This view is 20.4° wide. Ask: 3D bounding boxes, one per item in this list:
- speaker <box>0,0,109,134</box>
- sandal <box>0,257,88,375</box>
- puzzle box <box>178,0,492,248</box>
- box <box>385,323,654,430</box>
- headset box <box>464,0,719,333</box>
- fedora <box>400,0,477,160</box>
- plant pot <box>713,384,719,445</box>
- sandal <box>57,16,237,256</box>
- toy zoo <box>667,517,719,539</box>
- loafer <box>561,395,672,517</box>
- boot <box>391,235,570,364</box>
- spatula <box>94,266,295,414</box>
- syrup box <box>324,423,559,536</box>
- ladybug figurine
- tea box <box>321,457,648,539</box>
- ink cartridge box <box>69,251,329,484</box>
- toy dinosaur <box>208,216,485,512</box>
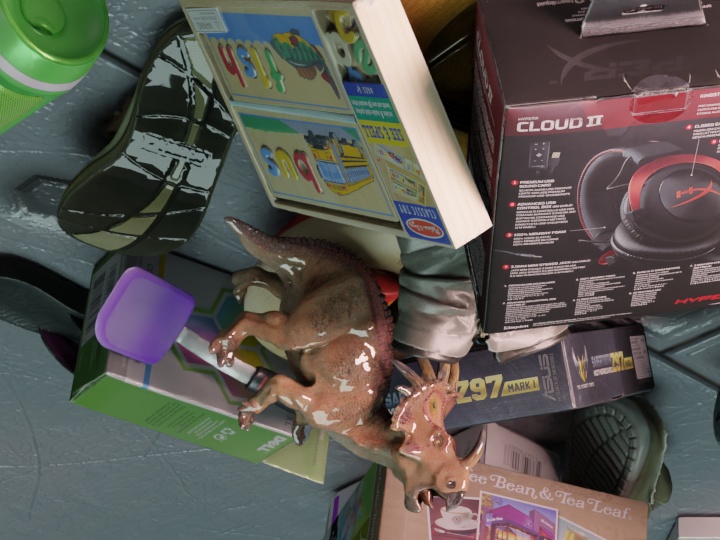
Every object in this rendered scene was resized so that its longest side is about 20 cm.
[{"bbox_3d":[-0.227,-0.108,1.110,0.088,0.089,0.200,28,142,-34],"label":"speaker"},{"bbox_3d":[-0.190,0.052,1.407,0.200,0.048,0.075,23,145,-27],"label":"sandal"},{"bbox_3d":[-0.017,-0.084,1.020,0.200,0.025,0.133,14,132,60],"label":"puzzle box"},{"bbox_3d":[0.092,0.073,1.313,0.157,0.051,0.200,-12,175,23],"label":"box"},{"bbox_3d":[0.131,-0.062,0.983,0.148,0.075,0.200,-7,143,-5],"label":"headset box"},{"bbox_3d":[0.092,-0.136,1.013,0.200,0.082,0.201,-5,143,-4],"label":"fedora"},{"bbox_3d":[0.337,0.090,1.272,0.188,0.200,0.200,27,146,-7],"label":"plant pot"},{"bbox_3d":[-0.113,-0.079,1.178,0.080,0.057,0.201,23,130,-18],"label":"sandal"},{"bbox_3d":[0.320,0.250,1.693,0.131,0.021,0.200,6,150,-1],"label":"toy zoo"},{"bbox_3d":[0.197,0.148,1.508,0.070,0.075,0.200,-22,154,-19],"label":"loafer"},{"bbox_3d":[0.105,-0.022,1.124,0.199,0.131,0.068,-11,-166,-15],"label":"boot"},{"bbox_3d":[-0.085,0.061,1.299,0.200,0.057,0.021,31,-174,-27],"label":"spatula"},{"bbox_3d":[0.060,0.195,1.579,0.079,0.082,0.200,27,143,-28],"label":"syrup box"},{"bbox_3d":[0.000,0.000,1.269,0.135,0.072,0.200,20,146,-23],"label":"ladybug figurine"},{"bbox_3d":[0.079,0.241,1.448,0.199,0.134,0.197,14,145,-9],"label":"tea box"},{"bbox_3d":[-0.090,0.064,1.358,0.200,0.104,0.059,21,146,-25],"label":"ink cartridge box"},{"bbox_3d":[-0.007,0.044,1.183,0.135,0.086,0.200,-15,103,20],"label":"toy dinosaur"}]
